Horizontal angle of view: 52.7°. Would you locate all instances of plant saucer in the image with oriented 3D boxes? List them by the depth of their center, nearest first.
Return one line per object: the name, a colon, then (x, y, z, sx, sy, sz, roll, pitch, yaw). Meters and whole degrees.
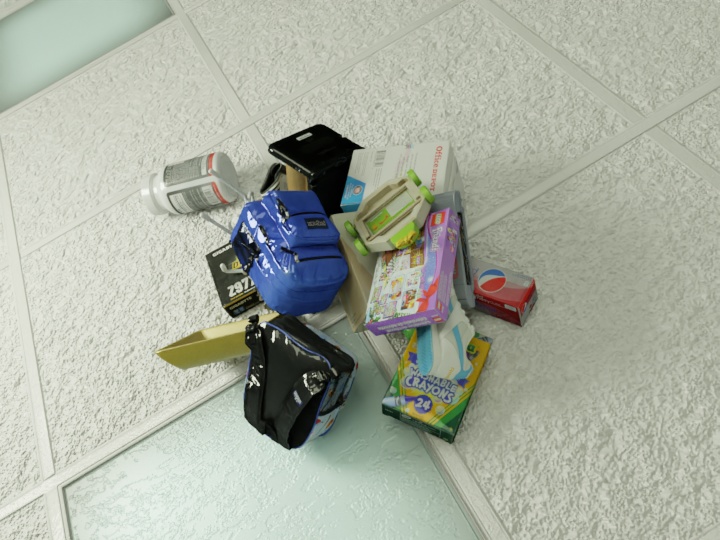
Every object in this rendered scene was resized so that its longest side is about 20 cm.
plant saucer: (-0.243, 0.130, 1.334, 0.198, 0.200, 0.049, -14, 94, 12)

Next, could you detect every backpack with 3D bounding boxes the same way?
backpack: (-0.107, 0.189, 1.209, 0.199, 0.154, 0.192, 32, 108, 32)
backpack: (-0.118, -0.031, 1.267, 0.161, 0.168, 0.201, -8, 57, -35)

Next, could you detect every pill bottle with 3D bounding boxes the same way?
pill bottle: (-0.388, -0.193, 1.651, 0.198, 0.116, 0.117, -11, 51, 13)

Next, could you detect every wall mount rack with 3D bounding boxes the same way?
wall mount rack: (-0.253, -0.094, 1.421, 0.074, 0.174, 0.201, -2, 51, 1)

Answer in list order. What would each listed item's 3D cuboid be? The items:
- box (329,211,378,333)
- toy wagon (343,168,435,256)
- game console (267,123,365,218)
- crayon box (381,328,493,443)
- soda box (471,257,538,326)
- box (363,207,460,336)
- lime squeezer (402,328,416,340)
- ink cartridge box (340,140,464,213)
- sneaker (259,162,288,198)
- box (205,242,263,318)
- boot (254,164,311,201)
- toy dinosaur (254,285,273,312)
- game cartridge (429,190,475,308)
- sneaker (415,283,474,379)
box: (0.000, 0.000, 1.317, 0.077, 0.095, 0.201, -10, 62, -27)
toy wagon: (0.055, -0.086, 1.227, 0.155, 0.040, 0.200, -38, 34, 8)
game console: (-0.077, -0.184, 1.437, 0.175, 0.117, 0.200, 32, 34, 14)
crayon box: (0.130, 0.163, 1.194, 0.125, 0.052, 0.201, 21, 62, 14)
soda box: (0.207, 0.025, 1.282, 0.199, 0.064, 0.070, 20, 64, 32)
box: (0.086, 0.002, 1.181, 0.136, 0.039, 0.201, -16, 47, 36)
lime squeezer: (0.095, 0.084, 1.299, 0.070, 0.038, 0.200, -38, 49, -10)
ink cartridge box: (0.087, -0.141, 1.403, 0.198, 0.145, 0.148, -2, 53, 21)
sneaker: (-0.121, -0.192, 1.544, 0.200, 0.116, 0.076, -30, 49, -3)
box: (-0.206, -0.014, 1.488, 0.199, 0.049, 0.160, -28, 51, 0)
boot: (-0.141, -0.179, 1.460, 0.174, 0.066, 0.201, 9, 58, -22)
toy dinosaur: (-0.157, 0.021, 1.381, 0.200, 0.102, 0.077, 39, 109, 12)
game cartridge: (0.125, -0.029, 1.263, 0.132, 0.041, 0.202, -10, 87, 39)
sneaker: (0.138, 0.085, 1.175, 0.080, 0.077, 0.201, 14, 56, -14)
